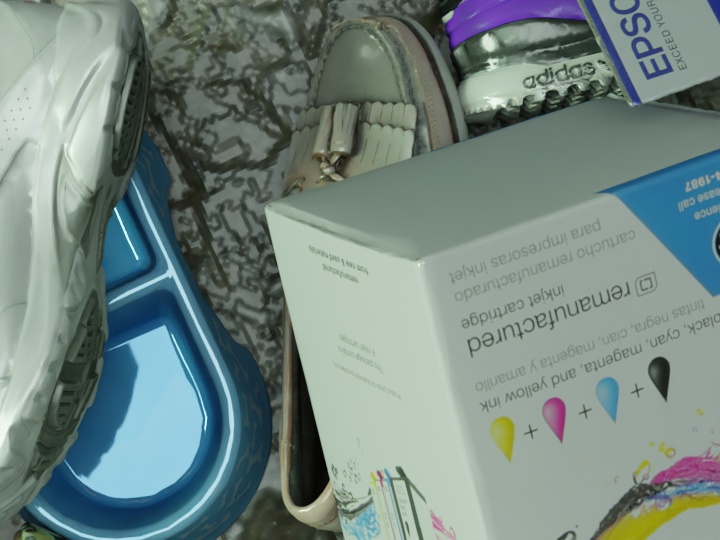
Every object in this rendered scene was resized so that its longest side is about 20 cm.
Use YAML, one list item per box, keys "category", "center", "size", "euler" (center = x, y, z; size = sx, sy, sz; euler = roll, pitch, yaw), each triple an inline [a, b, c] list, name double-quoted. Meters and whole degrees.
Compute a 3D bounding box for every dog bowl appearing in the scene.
- category: "dog bowl"
  center: [-0.109, 0.020, 0.907]
  size: [0.111, 0.050, 0.200]
  euler: [-25, 88, -2]

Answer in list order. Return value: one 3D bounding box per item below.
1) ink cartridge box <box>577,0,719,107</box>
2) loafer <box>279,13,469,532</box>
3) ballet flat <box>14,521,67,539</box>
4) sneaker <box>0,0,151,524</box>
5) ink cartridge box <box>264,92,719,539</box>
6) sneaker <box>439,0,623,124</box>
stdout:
- category: "ink cartridge box"
  center: [0.150, -0.160, 0.858]
  size: [0.199, 0.047, 0.198]
  euler: [-19, 66, -6]
- category: "loafer"
  center: [0.000, 0.000, 0.890]
  size: [0.072, 0.063, 0.201]
  euler: [-2, 88, 39]
- category: "ballet flat"
  center: [-0.071, 0.179, 0.886]
  size: [0.074, 0.074, 0.201]
  euler: [-20, 101, -1]
- category: "sneaker"
  center: [-0.139, -0.006, 0.854]
  size: [0.099, 0.078, 0.201]
  euler: [9, 78, 7]
- category: "ink cartridge box"
  center: [0.077, 0.059, 0.818]
  size: [0.147, 0.145, 0.201]
  euler: [-19, 105, -19]
- category: "sneaker"
  center: [0.125, -0.124, 0.906]
  size: [0.199, 0.070, 0.100]
  euler: [-13, 84, -1]
